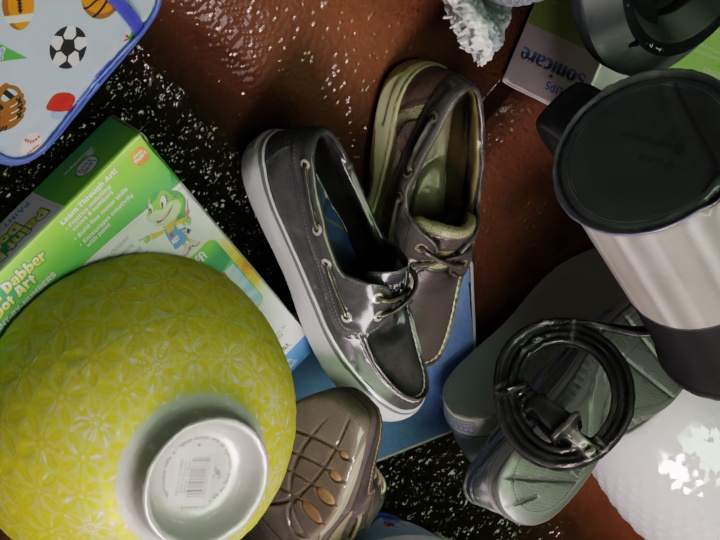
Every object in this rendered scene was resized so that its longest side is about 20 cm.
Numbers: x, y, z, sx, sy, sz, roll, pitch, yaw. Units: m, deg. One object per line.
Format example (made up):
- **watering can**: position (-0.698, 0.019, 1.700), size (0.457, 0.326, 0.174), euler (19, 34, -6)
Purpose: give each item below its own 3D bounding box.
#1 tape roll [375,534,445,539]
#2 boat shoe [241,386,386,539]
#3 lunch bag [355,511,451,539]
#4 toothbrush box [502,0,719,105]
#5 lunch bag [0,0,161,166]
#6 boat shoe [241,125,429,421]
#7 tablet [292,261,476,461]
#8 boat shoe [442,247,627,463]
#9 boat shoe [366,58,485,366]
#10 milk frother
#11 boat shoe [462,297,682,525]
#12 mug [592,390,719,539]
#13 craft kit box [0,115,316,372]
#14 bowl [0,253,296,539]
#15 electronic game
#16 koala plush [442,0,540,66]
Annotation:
- **tape roll**: position (0.027, 0.274, 1.506), size (0.202, 0.071, 0.203), euler (-13, 116, -27)
- **boat shoe**: position (-0.026, 0.136, 1.483), size (0.073, 0.075, 0.200), euler (-25, 155, -39)
- **lunch bag**: position (0.012, 0.270, 1.587), size (0.161, 0.082, 0.200), euler (31, 90, -41)
- **toothbrush box**: position (0.202, -0.184, 1.521), size (0.145, 0.086, 0.201), euler (14, 100, -39)
- **lunch bag**: position (-0.204, -0.166, 1.243), size (0.160, 0.075, 0.200), euler (-50, 131, -10)
- **boat shoe**: position (0.000, 0.000, 1.429), size (0.070, 0.066, 0.200), euler (-37, 108, -46)
- **tablet**: position (-0.007, 0.073, 1.531), size (0.200, 0.014, 0.131), euler (-19, 120, -27)
- **boat shoe**: position (0.135, 0.057, 1.594), size (0.201, 0.070, 0.072), euler (-38, 141, -22)
- **boat shoe**: position (0.040, -0.029, 1.476), size (0.073, 0.065, 0.201), euler (-9, 108, -31)
- **milk frother**: position (0.156, 0.008, 1.404), size (0.200, 0.180, 0.188), euler (-57, 139, -17)
- **boat shoe**: position (0.146, 0.080, 1.528), size (0.202, 0.065, 0.074), euler (-48, 114, -16)
- **mug**: position (0.243, 0.103, 1.657), size (0.175, 0.147, 0.200), euler (40, 54, -33)
- **craft kit box**: position (-0.153, 0.047, 1.386), size (0.200, 0.048, 0.198), euler (-45, 129, -9)
- **bowl**: position (-0.112, 0.101, 1.342), size (0.200, 0.108, 0.201), euler (-13, 116, -27)
- **electronic game**: position (0.190, -0.211, 1.398), size (0.200, 0.042, 0.201), euler (-31, 135, -37)
- **koala plush**: position (0.069, -0.219, 1.368), size (0.178, 0.184, 0.200), euler (-51, 142, -5)
